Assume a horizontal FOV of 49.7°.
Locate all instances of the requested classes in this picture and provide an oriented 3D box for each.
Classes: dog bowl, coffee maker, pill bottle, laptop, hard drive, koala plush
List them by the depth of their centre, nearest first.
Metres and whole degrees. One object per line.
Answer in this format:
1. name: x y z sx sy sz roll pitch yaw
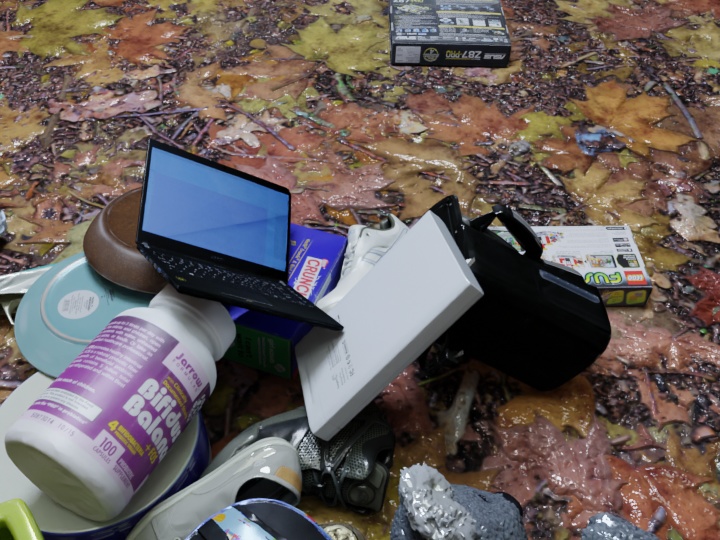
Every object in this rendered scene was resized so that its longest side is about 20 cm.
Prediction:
1. koala plush: 0.101 0.245 0.615 0.200 0.177 0.184 38 62 22
2. pill bottle: -0.196 0.104 0.677 0.112 0.112 0.200 20 50 17
3. hard drive: 0.018 0.049 0.729 0.027 0.200 0.132 35 19 -29
4. dog bowl: -0.246 0.175 0.740 0.200 0.079 0.200 1 46 -1
5. laptop: -0.116 -0.037 0.765 0.177 0.103 0.200 17 9 -35
6. coffee maker: 0.141 0.048 0.796 0.200 0.135 0.192 25 61 -24

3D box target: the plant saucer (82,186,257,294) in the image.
1. plant saucer: -0.201 -0.045 0.857 0.200 0.035 0.200 7 35 -5

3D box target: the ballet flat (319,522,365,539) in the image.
1. ballet flat: -0.085 0.271 0.674 0.200 0.046 0.067 -17 50 -17

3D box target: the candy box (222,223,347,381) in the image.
1. candy box: -0.134 0.016 0.897 0.200 0.077 0.169 15 47 14

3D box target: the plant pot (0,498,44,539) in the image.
1. plant pot: -0.278 0.316 0.533 0.200 0.182 0.199 -23 51 -22

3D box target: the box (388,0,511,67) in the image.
1. box: 0.148 -0.413 1.335 0.200 0.049 0.161 0 48 -1

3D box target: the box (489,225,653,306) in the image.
1. box: 0.243 -0.006 0.956 0.200 0.035 0.110 0 46 -2

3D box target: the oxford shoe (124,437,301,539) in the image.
1. oxford shoe: -0.131 0.222 0.662 0.200 0.075 0.058 -38 35 0

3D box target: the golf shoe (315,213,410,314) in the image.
1. golf shoe: 0.000 0.000 0.884 0.200 0.078 0.097 -31 86 -48

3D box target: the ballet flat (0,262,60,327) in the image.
1. ballet flat: -0.412 0.037 0.885 0.200 0.070 0.070 -9 47 -12

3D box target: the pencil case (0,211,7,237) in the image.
1. pencil case: -0.524 -0.026 0.922 0.091 0.083 0.200 25 50 23

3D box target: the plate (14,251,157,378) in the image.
1. plate: -0.259 0.031 0.809 0.200 0.026 0.200 0 45 0

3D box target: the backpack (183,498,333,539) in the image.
1. backpack: -0.066 0.286 0.582 0.200 0.135 0.183 38 57 18

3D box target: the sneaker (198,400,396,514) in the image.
1. sneaker: -0.049 0.190 0.732 0.199 0.076 0.114 -20 43 -26
